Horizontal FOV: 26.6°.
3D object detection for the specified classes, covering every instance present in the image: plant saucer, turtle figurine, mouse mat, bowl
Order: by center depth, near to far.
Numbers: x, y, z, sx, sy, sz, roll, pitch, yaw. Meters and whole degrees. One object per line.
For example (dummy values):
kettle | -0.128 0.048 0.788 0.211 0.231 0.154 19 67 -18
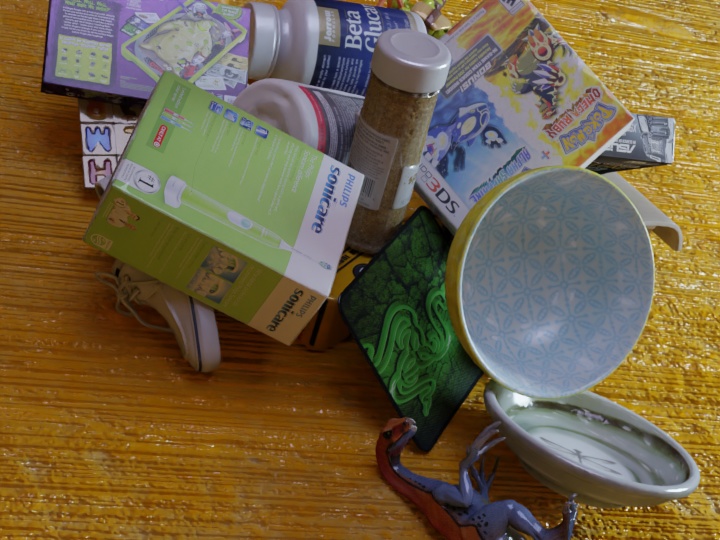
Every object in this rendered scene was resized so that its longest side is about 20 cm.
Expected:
plant saucer | 0.192 0.157 1.313 0.198 0.051 0.200 19 16 -5
bowl | 0.151 0.004 1.351 0.198 0.203 0.108 3 7 -23
mouse mat | 0.058 0.048 1.368 0.162 0.007 0.200 60 38 -13
turtle figurine | 0.087 -0.292 1.842 0.161 0.065 0.200 34 29 5

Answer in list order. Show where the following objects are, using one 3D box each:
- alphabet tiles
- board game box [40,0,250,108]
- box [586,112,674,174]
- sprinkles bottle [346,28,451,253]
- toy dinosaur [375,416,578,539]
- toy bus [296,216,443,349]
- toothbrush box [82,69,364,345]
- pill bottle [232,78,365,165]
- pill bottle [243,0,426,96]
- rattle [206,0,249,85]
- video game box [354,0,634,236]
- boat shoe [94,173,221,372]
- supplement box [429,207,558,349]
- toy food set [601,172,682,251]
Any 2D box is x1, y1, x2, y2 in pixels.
alphabet tiles | -0.191 -0.142 1.477 0.165 0.006 0.202 -1 71 -20
board game box | -0.207 -0.215 1.480 0.198 0.032 0.121 8 72 -17
box | 0.198 -0.137 1.563 0.198 0.050 0.157 5 -2 -21
sprinkles bottle | 0.025 -0.114 1.363 0.067 0.202 0.069 10 35 -7
toy dinosaur | 0.083 0.191 1.220 0.180 0.106 0.201 10 45 19
toy bus | 0.000 0.000 1.432 0.078 0.066 0.200 30 38 17
toothbrush box | -0.113 -0.053 1.286 0.198 0.086 0.147 26 48 -11
pill bottle | -0.034 -0.123 1.503 0.111 0.111 0.199 44 23 28
pill bottle | -0.034 -0.243 1.681 0.198 0.112 0.112 4 39 -21
rattle | -0.136 -0.173 1.527 0.129 0.143 0.201 23 29 -21
video game box | 0.125 -0.141 1.432 0.183 0.200 0.047 48 -4 4
boat shoe | -0.187 0.002 1.314 0.085 0.075 0.204 -16 72 -19
supplement box | 0.161 -0.007 1.475 0.108 0.061 0.201 -20 62 -23
toy food set | 0.230 -0.062 1.639 0.198 0.061 0.144 1 29 -26
